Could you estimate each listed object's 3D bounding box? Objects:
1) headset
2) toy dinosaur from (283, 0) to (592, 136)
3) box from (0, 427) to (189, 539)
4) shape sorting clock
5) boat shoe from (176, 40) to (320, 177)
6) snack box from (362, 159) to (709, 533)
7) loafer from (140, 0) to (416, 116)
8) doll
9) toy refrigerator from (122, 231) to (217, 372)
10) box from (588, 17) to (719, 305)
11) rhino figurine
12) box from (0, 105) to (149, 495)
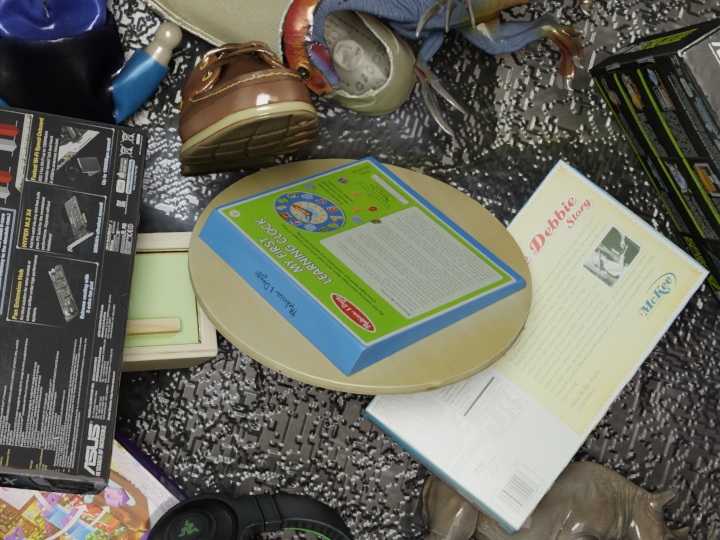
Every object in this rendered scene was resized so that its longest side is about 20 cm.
[{"bbox_3d":[-0.093,0.202,0.880,0.199,0.094,0.124,-7,126,-17],"label":"headset"},{"bbox_3d":[0.044,-0.150,0.860,0.181,0.200,0.105,7,129,-10],"label":"toy dinosaur"},{"bbox_3d":[-0.220,0.125,0.906,0.137,0.039,0.200,-45,97,-2],"label":"box"},{"bbox_3d":[0.000,0.000,0.853,0.199,0.200,0.039,9,127,-6],"label":"shape sorting clock"},{"bbox_3d":[-0.071,-0.094,0.822,0.072,0.200,0.068,-8,91,-13],"label":"boat shoe"},{"bbox_3d":[0.107,0.044,0.902,0.116,0.037,0.200,38,79,6],"label":"snack box"},{"bbox_3d":[-0.052,-0.158,0.883,0.199,0.068,0.076,25,91,-7],"label":"loafer"},{"bbox_3d":[-0.172,-0.132,0.865,0.136,0.048,0.201,-9,109,-5],"label":"doll"},{"bbox_3d":[-0.188,0.022,0.855,0.199,0.070,0.076,-2,81,-20],"label":"toy refrigerator"},{"bbox_3d":[0.219,-0.046,0.857,0.047,0.193,0.200,-31,96,0],"label":"box"},{"bbox_3d":[0.130,0.163,0.929,0.199,0.060,0.088,4,72,-7],"label":"rhino figurine"},{"bbox_3d":[-0.203,0.011,0.790,0.157,0.050,0.201,8,74,-16],"label":"box"}]
